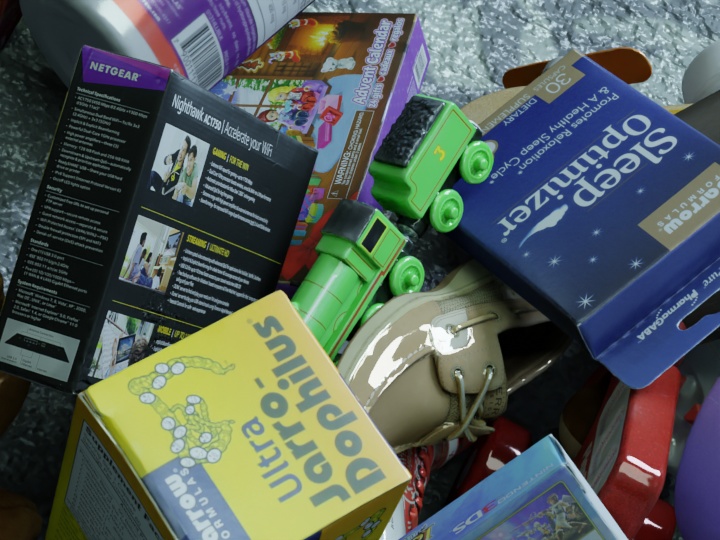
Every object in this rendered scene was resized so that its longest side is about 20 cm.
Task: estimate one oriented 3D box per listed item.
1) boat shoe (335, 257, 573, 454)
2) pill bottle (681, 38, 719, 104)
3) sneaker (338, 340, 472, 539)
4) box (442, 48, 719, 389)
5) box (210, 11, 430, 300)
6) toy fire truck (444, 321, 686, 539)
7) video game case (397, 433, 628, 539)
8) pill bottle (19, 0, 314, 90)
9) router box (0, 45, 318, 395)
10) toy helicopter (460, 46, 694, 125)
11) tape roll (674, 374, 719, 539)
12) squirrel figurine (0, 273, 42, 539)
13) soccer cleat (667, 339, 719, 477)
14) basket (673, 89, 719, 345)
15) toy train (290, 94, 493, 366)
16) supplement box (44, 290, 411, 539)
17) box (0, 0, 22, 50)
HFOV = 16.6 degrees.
[{"bbox_3d":[0.044,0.049,1.223,0.064,0.072,0.200,26,34,21],"label":"boat shoe"},{"bbox_3d":[0.257,-0.038,1.442,0.116,0.117,0.201,1,58,-22],"label":"pill bottle"},{"bbox_3d":[0.020,0.097,1.270,0.107,0.067,0.202,-1,44,-23],"label":"sneaker"},{"bbox_3d":[0.121,-0.030,1.238,0.121,0.032,0.200,-38,42,-9],"label":"box"},{"bbox_3d":[-0.051,-0.059,1.339,0.136,0.039,0.201,2,50,19],"label":"box"},{"bbox_3d":[0.117,0.108,1.240,0.112,0.168,0.200,28,31,-2],"label":"toy fire truck"},{"bbox_3d":[0.058,0.204,1.126,0.200,0.045,0.182,-35,108,4],"label":"video game case"},{"bbox_3d":[-0.079,-0.174,1.347,0.111,0.112,0.200,44,69,10],"label":"pill bottle"},{"bbox_3d":[-0.092,-0.009,1.166,0.051,0.200,0.150,16,87,19],"label":"router box"},{"bbox_3d":[0.145,-0.080,1.411,0.199,0.079,0.133,-7,46,7],"label":"toy helicopter"},{"bbox_3d":[0.252,0.084,1.229,0.199,0.201,0.066,-18,43,-31],"label":"tape roll"},{"bbox_3d":[-0.236,0.071,1.122,0.200,0.187,0.142,-30,73,-35],"label":"squirrel figurine"},{"bbox_3d":[0.178,0.041,1.398,0.077,0.069,0.201,32,36,-40],"label":"soccer cleat"},{"bbox_3d":[0.233,-0.045,1.303,0.199,0.136,0.181,-23,33,5],"label":"basket"},{"bbox_3d":[0.000,0.000,1.231,0.056,0.042,0.201,45,70,-41],"label":"toy train"},{"bbox_3d":[-0.068,0.117,1.144,0.109,0.200,0.109,-28,71,-25],"label":"supplement box"},{"bbox_3d":[-0.204,-0.226,1.394,0.099,0.096,0.201,27,52,-2],"label":"box"}]
